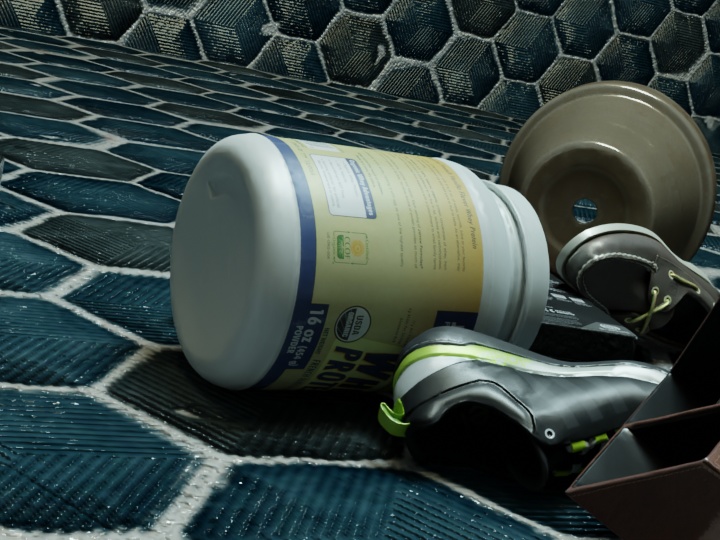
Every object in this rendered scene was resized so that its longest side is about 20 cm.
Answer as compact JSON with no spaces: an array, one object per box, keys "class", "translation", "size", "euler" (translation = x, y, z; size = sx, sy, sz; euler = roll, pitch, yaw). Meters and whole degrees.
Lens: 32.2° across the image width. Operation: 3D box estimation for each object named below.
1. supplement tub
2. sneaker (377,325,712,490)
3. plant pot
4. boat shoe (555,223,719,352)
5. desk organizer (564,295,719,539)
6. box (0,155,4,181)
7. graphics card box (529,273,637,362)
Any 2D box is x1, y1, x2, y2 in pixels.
[{"class":"supplement tub","translation":[0.000,0.000,0.747],"size":[0.198,0.147,0.144],"euler":[4,15,-30]},{"class":"sneaker","translation":[0.105,0.094,0.676],"size":[0.197,0.072,0.083],"euler":[11,37,-3]},{"class":"plant pot","translation":[0.207,-0.061,1.080],"size":[0.198,0.203,0.174],"euler":[15,13,14]},{"class":"boat shoe","translation":[0.230,0.020,0.984],"size":[0.199,0.072,0.060],"euler":[22,32,-44]},{"class":"desk organizer","translation":[0.188,0.067,0.625],"size":[0.077,0.072,0.199],"euler":[37,39,17]},{"class":"box","translation":[-0.365,-0.065,0.910],"size":[0.190,0.048,0.200],"euler":[11,12,-14]},{"class":"graphics card box","translation":[0.107,0.032,0.925],"size":[0.124,0.052,0.200],"euler":[9,12,-16]}]
